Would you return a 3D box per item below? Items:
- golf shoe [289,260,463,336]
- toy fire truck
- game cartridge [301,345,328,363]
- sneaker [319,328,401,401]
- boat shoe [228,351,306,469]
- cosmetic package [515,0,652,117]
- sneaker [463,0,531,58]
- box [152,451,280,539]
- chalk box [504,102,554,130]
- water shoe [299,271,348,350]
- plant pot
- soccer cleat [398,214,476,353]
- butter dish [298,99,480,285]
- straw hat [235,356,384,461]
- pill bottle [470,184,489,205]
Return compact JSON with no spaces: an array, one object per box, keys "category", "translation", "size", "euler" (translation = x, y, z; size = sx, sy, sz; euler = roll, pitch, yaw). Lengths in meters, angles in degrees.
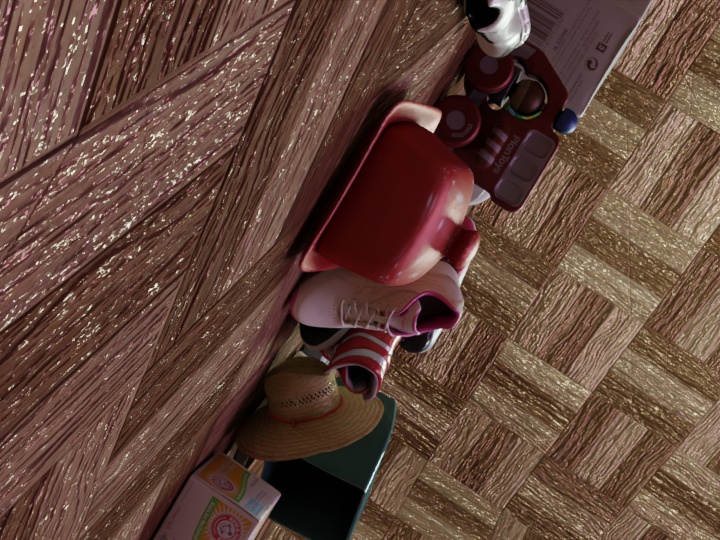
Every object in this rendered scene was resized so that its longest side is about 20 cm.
[{"category":"golf shoe","translation":[0.021,0.036,1.303],"size":[0.092,0.198,0.076],"euler":[-110,-166,-58]},{"category":"toy fire truck","translation":[0.191,-0.198,1.541],"size":[0.201,0.167,0.112],"euler":[-57,174,-1]},{"category":"game cartridge","translation":[-0.045,0.095,1.771],"size":[0.201,0.040,0.134],"euler":[-56,170,-16]},{"category":"sneaker","translation":[-0.015,0.110,1.446],"size":[0.200,0.071,0.113],"euler":[-35,-154,59]},{"category":"boat shoe","translation":[-0.115,0.205,1.625],"size":[0.202,0.060,0.072],"euler":[-55,174,-27]},{"category":"cosmetic package","translation":[0.307,-0.355,1.702],"size":[0.168,0.166,0.200],"euler":[-61,174,28]},{"category":"sneaker","translation":[0.138,-0.279,1.241],"size":[0.080,0.074,0.200],"euler":[-41,167,-11]},{"category":"box","translation":[-0.199,0.344,1.450],"size":[0.201,0.101,0.112],"euler":[-59,175,10]},{"category":"chalk box","translation":[0.341,-0.281,2.585],"size":[0.201,0.124,0.124],"euler":[-60,173,37]},{"category":"water shoe","translation":[-0.029,0.005,1.375],"size":[0.079,0.071,0.201],"euler":[9,118,-53]},{"category":"plant pot","translation":[-0.032,0.250,1.609],"size":[0.200,0.140,0.142],"euler":[-53,165,-49]},{"category":"soccer cleat","translation":[0.098,0.012,1.526],"size":[0.202,0.069,0.086],"euler":[-68,171,17]},{"category":"butter dish","translation":[0.056,-0.056,1.197],"size":[0.200,0.147,0.200],"euler":[-58,168,12]},{"category":"straw hat","translation":[-0.075,0.158,1.501],"size":[0.201,0.199,0.086],"euler":[-49,130,-56]},{"category":"pill bottle","translation":[0.159,-0.159,1.703],"size":[0.113,0.111,0.200],"euler":[-59,178,21]}]
